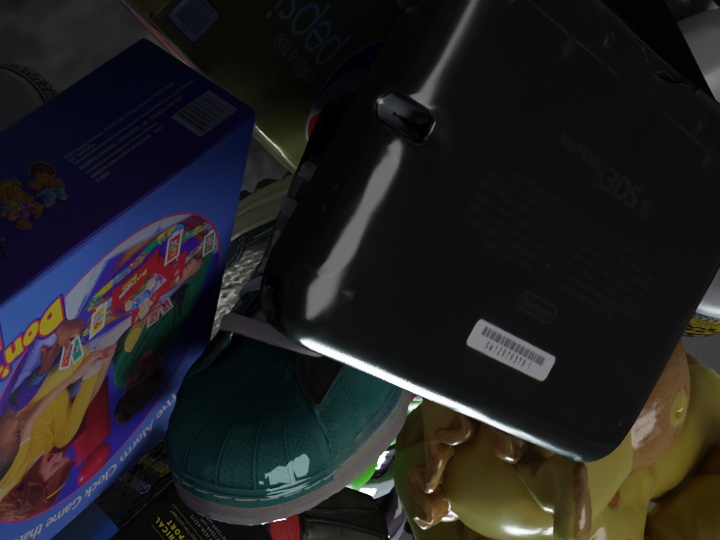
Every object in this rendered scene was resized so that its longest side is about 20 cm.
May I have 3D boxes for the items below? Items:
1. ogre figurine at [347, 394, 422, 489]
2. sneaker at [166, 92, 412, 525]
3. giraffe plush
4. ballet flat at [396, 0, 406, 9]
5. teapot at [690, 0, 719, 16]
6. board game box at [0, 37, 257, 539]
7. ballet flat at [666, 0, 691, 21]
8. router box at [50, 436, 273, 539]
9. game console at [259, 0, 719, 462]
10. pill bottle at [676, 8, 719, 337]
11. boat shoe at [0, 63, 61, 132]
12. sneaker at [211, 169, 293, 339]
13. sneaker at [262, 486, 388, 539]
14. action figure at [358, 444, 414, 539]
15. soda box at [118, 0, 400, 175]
[{"bbox_3d":[0.013,0.038,0.872,0.120,0.097,0.202,90,16,-60],"label":"ogre figurine"},{"bbox_3d":[-0.003,-0.010,0.595,0.200,0.071,0.080,-53,147,-39],"label":"sneaker"},{"bbox_3d":[0.073,0.071,0.725,0.200,0.171,0.163,-50,147,-29],"label":"giraffe plush"},{"bbox_3d":[0.049,-0.102,0.694,0.073,0.067,0.200,-62,151,-10],"label":"ballet flat"},{"bbox_3d":[0.145,-0.167,0.689,0.145,0.201,0.197,-26,-173,20],"label":"teapot"},{"bbox_3d":[-0.115,0.040,0.521,0.200,0.045,0.135,-41,157,-40],"label":"board game box"},{"bbox_3d":[0.111,-0.111,0.828,0.198,0.072,0.072,5,135,-21],"label":"ballet flat"},{"bbox_3d":[-0.124,0.119,0.673,0.149,0.051,0.200,-43,-165,-15],"label":"router box"},{"bbox_3d":[0.034,-0.057,0.561,0.199,0.116,0.177,25,94,-54],"label":"game console"},{"bbox_3d":[0.142,-0.031,0.753,0.113,0.112,0.200,-46,174,-1],"label":"pill bottle"},{"bbox_3d":[-0.146,0.026,0.590,0.201,0.069,0.057,-53,159,8],"label":"boat shoe"},{"bbox_3d":[0.000,0.000,0.782,0.199,0.087,0.078,-30,157,-15],"label":"sneaker"},{"bbox_3d":[-0.052,0.143,0.794,0.097,0.071,0.201,2,148,-30],"label":"sneaker"},{"bbox_3d":[0.001,0.149,1.066,0.129,0.069,0.202,-6,128,-32],"label":"action figure"},{"bbox_3d":[-0.033,-0.087,0.607,0.064,0.068,0.200,-47,159,-1],"label":"soda box"}]
